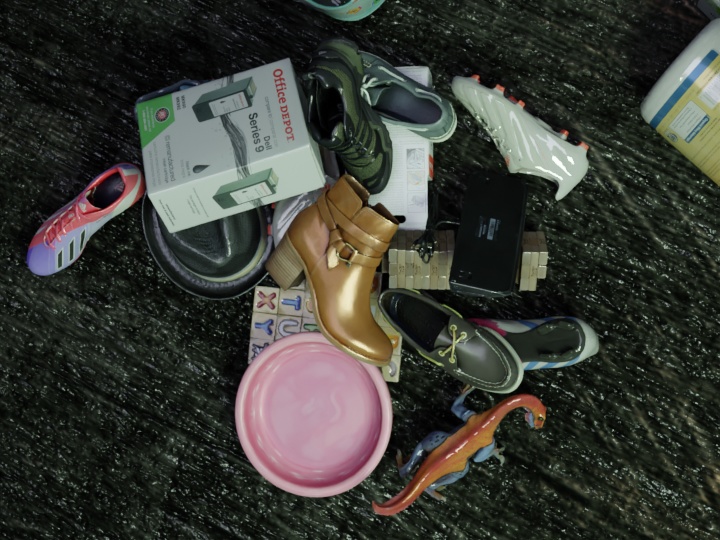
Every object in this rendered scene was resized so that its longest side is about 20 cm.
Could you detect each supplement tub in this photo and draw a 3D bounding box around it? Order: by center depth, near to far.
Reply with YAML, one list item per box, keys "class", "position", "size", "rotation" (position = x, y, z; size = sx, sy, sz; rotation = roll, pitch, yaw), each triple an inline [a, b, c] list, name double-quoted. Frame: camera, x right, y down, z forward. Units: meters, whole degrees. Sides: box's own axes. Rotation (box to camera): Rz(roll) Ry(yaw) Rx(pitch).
- class: "supplement tub"
  position: [0.435, -0.172, 1.277]
  size: [0.200, 0.145, 0.145]
  rotation: [44, 95, 9]

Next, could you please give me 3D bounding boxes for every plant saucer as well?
- class: "plant saucer"
  position: [-0.056, 0.176, 1.391]
  size: [0.197, 0.051, 0.204]
  rotation: [0, 91, 10]

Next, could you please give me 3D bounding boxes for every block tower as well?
- class: "block tower"
  position: [0.123, -0.013, 1.348]
  size: [0.196, 0.058, 0.055]
  rotation: [1, 119, 2]

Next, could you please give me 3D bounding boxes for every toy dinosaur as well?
- class: "toy dinosaur"
  position: [0.133, 0.212, 1.319]
  size: [0.105, 0.200, 0.181]
  rotation: [45, 128, -7]

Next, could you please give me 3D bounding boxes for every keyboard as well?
- class: "keyboard"
  position: [0.130, -0.049, 1.324]
  size: [0.125, 0.021, 0.202]
  rotation: [13, 46, 4]

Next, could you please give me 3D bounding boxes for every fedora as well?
- class: "fedora"
  position: [-0.197, -0.063, 1.407]
  size: [0.197, 0.092, 0.204]
  rotation: [0, 88, 10]

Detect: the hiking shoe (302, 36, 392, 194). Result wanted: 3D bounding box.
- class: "hiking shoe"
  position: [-0.025, -0.161, 1.295]
  size: [0.075, 0.101, 0.202]
  rotation: [3, 130, 33]

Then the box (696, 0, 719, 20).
- class: "box"
  position: [0.454, -0.284, 1.250]
  size: [0.041, 0.200, 0.156]
  rotation: [-43, 82, 7]

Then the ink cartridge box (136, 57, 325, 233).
- class: "ink cartridge box"
  position: [-0.153, -0.150, 1.325]
  size: [0.197, 0.084, 0.148]
  rotation: [-17, 57, 2]

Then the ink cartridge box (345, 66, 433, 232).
- class: "ink cartridge box"
  position: [0.036, -0.147, 1.394]
  size: [0.107, 0.050, 0.204]
  rotation: [-1, 89, 9]

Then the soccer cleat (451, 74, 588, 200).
- class: "soccer cleat"
  position: [0.185, -0.165, 1.361]
  size: [0.199, 0.069, 0.078]
  rotation: [35, 97, 6]

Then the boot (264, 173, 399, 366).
- class: "boot"
  position: [0.000, 0.000, 1.318]
  size: [0.200, 0.077, 0.155]
  rotation: [46, 110, 7]

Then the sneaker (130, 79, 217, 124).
- class: "sneaker"
  position: [-0.194, -0.202, 1.411]
  size: [0.197, 0.095, 0.081]
  rotation: [-10, 87, 9]

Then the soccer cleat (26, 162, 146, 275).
- class: "soccer cleat"
  position: [-0.362, -0.069, 1.444]
  size: [0.199, 0.076, 0.067]
  rotation: [-38, 82, 6]

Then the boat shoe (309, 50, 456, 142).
- class: "boat shoe"
  position: [0.023, -0.217, 1.341]
  size: [0.198, 0.062, 0.074]
  rotation: [28, 94, 10]

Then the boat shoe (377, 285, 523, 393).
- class: "boat shoe"
  position: [0.102, 0.082, 1.326]
  size: [0.200, 0.060, 0.073]
  rotation: [33, 101, 33]

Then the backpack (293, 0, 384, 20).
- class: "backpack"
  position: [-0.034, -0.405, 1.362]
  size: [0.200, 0.153, 0.176]
  rotation: [41, 97, 18]

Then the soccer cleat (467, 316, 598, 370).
- class: "soccer cleat"
  position: [0.193, 0.093, 1.353]
  size: [0.197, 0.086, 0.071]
  rotation: [-4, 81, 33]

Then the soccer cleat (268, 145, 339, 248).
- class: "soccer cleat"
  position: [-0.065, -0.089, 1.387]
  size: [0.077, 0.069, 0.204]
  rotation: [2, 85, 31]

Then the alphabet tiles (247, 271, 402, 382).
- class: "alphabet tiles"
  position: [-0.044, 0.079, 1.420]
  size: [0.197, 0.006, 0.169]
  rotation: [6, 88, 10]
